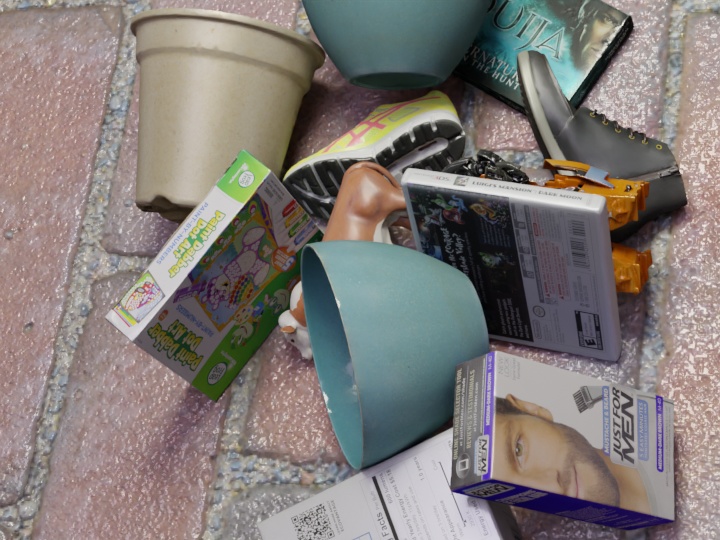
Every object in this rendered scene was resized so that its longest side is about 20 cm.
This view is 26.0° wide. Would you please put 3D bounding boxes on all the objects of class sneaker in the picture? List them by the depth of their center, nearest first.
[{"bbox_3d":[0.223,-0.128,1.460,0.105,0.075,0.201,-24,85,3],"label":"sneaker"},{"bbox_3d":[0.014,-0.118,1.547,0.198,0.078,0.091,-20,37,18],"label":"sneaker"}]

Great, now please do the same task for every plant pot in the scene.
[{"bbox_3d":[0.037,0.062,1.371,0.133,0.201,0.202,-12,63,-11],"label":"plant pot"},{"bbox_3d":[0.035,-0.248,1.488,0.198,0.200,0.136,-1,87,19],"label":"plant pot"},{"bbox_3d":[-0.145,-0.141,1.553,0.199,0.200,0.185,5,82,21],"label":"plant pot"}]

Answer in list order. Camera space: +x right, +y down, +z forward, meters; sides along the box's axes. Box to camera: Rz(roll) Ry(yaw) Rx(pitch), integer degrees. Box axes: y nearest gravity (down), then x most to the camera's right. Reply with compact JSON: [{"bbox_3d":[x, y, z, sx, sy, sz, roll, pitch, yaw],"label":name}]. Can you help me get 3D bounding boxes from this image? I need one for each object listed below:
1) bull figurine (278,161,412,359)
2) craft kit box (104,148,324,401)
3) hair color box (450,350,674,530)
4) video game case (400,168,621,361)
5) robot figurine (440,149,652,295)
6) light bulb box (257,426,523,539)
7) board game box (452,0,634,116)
[{"bbox_3d":[0.000,0.000,1.489,0.120,0.065,0.202,20,94,7],"label":"bull figurine"},{"bbox_3d":[-0.125,0.010,1.466,0.048,0.200,0.198,39,86,26],"label":"craft kit box"},{"bbox_3d":[0.173,0.146,1.311,0.065,0.199,0.110,-28,53,54],"label":"hair color box"},{"bbox_3d":[0.137,-0.004,1.382,0.180,0.201,0.023,10,52,23],"label":"video game case"},{"bbox_3d":[0.162,-0.041,1.409,0.198,0.146,0.058,9,32,28],"label":"robot figurine"},{"bbox_3d":[0.045,0.274,1.342,0.199,0.125,0.200,-26,64,9],"label":"light bulb box"},{"bbox_3d":[0.155,-0.239,1.561,0.199,0.028,0.136,33,84,27],"label":"board game box"}]
